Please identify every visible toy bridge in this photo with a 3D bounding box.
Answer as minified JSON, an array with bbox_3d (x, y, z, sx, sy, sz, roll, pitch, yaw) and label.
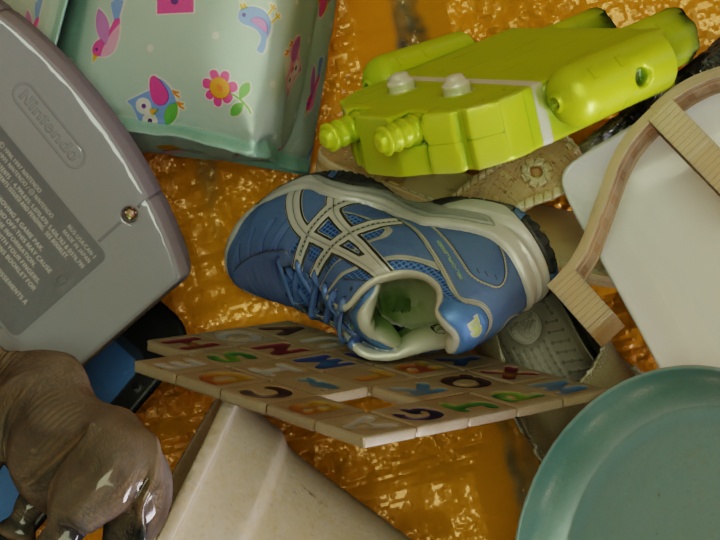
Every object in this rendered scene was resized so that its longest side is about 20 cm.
[{"bbox_3d":[0.166,-0.056,1.008,0.200,0.027,0.067,-45,63,6],"label":"toy bridge"}]

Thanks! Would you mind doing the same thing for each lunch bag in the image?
[{"bbox_3d":[-0.116,-0.150,1.104,0.198,0.122,0.172,12,90,15],"label":"lunch bag"}]

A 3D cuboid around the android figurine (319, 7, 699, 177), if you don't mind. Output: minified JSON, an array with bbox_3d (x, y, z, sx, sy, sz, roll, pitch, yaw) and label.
[{"bbox_3d":[0.072,-0.093,1.054,0.199,0.181,0.041,-22,108,-30],"label":"android figurine"}]

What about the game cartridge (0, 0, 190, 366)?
[{"bbox_3d":[-0.182,-0.046,1.043,0.133,0.040,0.200,-38,92,17],"label":"game cartridge"}]

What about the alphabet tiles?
[{"bbox_3d":[-0.006,0.050,1.027,0.199,0.166,0.008,14,105,45],"label":"alphabet tiles"}]

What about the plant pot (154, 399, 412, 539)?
[{"bbox_3d":[-0.032,0.186,1.030,0.182,0.200,0.202,29,85,-4],"label":"plant pot"}]

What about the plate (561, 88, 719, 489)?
[{"bbox_3d":[0.223,-0.014,1.005,0.199,0.032,0.201,-31,67,12],"label":"plate"}]

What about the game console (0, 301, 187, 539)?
[{"bbox_3d":[-0.225,0.042,1.082,0.200,0.116,0.176,-49,122,-4],"label":"game console"}]

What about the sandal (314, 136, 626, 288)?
[{"bbox_3d":[0.078,-0.051,1.083,0.210,0.078,0.070,16,114,14],"label":"sandal"}]

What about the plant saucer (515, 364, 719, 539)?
[{"bbox_3d":[0.155,0.146,0.963,0.199,0.027,0.202,-9,76,41],"label":"plant saucer"}]

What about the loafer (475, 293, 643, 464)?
[{"bbox_3d":[0.115,0.074,1.083,0.076,0.067,0.200,-40,80,1],"label":"loafer"}]

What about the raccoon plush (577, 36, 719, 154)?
[{"bbox_3d":[0.230,-0.069,1.106,0.199,0.097,0.134,-34,95,28],"label":"raccoon plush"}]

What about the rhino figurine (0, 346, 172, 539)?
[{"bbox_3d":[-0.152,0.082,0.972,0.088,0.060,0.200,-57,41,1],"label":"rhino figurine"}]

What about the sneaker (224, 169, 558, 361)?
[{"bbox_3d":[0.000,0.000,1.057,0.077,0.199,0.076,-45,123,-38],"label":"sneaker"}]
